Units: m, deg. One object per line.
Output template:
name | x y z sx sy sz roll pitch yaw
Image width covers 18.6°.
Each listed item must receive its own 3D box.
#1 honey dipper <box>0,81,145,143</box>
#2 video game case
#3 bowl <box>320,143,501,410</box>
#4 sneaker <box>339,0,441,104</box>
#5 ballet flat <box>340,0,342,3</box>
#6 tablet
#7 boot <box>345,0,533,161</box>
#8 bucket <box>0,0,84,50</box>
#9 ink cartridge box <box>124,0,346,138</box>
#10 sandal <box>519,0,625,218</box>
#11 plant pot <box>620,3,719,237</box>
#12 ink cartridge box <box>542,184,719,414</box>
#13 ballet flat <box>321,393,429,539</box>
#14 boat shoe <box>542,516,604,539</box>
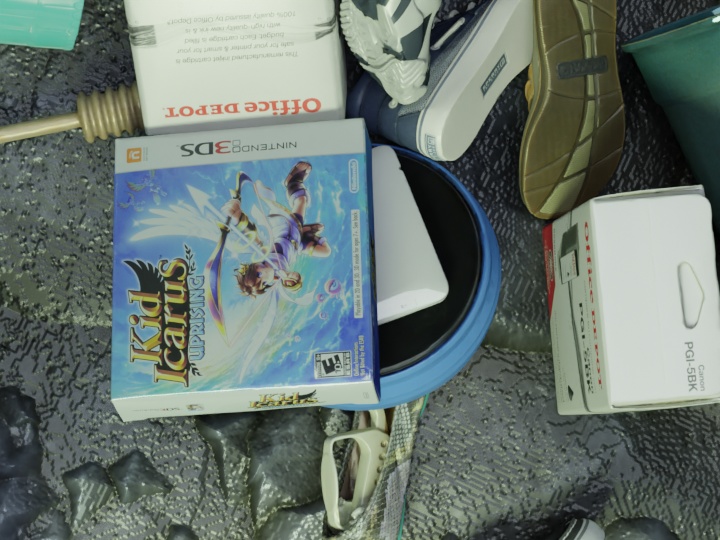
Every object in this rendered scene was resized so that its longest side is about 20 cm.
honey dipper | -0.255 -0.101 1.599 0.199 0.038 0.038 -11 86 -2
video game case | -0.080 -0.002 1.524 0.180 0.045 0.201 -5 66 6
bowl | 0.000 0.000 1.574 0.199 0.039 0.202 -3 66 6
sneaker | 0.050 -0.212 1.500 0.129 0.200 0.079 -33 46 -16
ballet flat | -0.088 -0.233 1.611 0.199 0.074 0.075 7 84 -8
tablet | -0.050 -0.003 1.552 0.199 0.014 0.131 -20 65 -3
boot | 0.072 -0.170 1.616 0.090 0.073 0.200 21 58 29
bucket | -0.252 -0.252 1.531 0.134 0.207 0.208 8 84 -11
ink cartridge box | -0.089 -0.201 1.537 0.145 0.084 0.201 -3 125 4
sandal | 0.150 -0.138 1.618 0.080 0.054 0.201 -6 107 -15
plant pot | 0.311 -0.104 1.582 0.199 0.200 0.197 -20 96 -7
ink cartridge box | 0.187 0.026 1.544 0.082 0.200 0.148 -4 85 -5
ballet flat | 0.010 0.111 1.581 0.072 0.072 0.201 11 85 -4
boat shoe | 0.087 0.240 1.587 0.200 0.070 0.066 -43 92 0
